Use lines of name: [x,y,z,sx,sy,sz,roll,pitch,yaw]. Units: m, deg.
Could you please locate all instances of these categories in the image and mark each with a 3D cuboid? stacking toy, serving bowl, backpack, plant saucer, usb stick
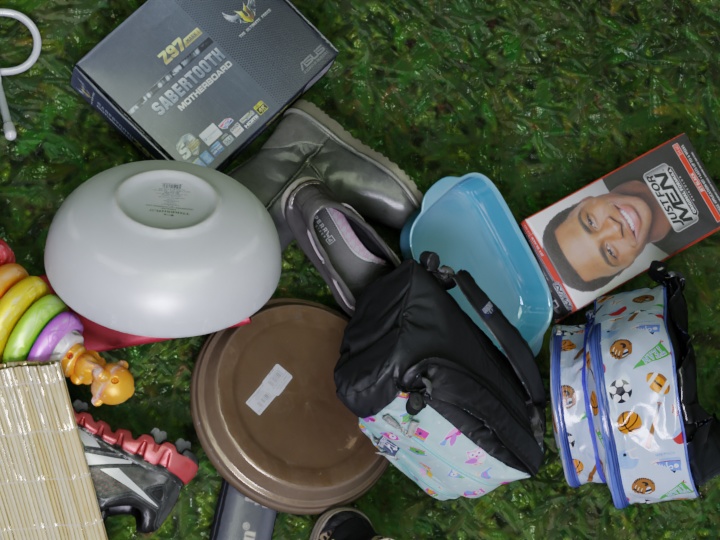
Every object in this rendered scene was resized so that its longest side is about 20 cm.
stacking toy: [-0.270,0.053,1.289,0.200,0.110,0.116,29,63,11]
serving bowl: [-0.162,-0.034,1.300,0.200,0.066,0.200,5,38,-4]
backpack: [0.243,0.116,1.383,0.154,0.191,0.200,-16,101,7]
plant saucer: [-0.052,0.115,1.383,0.200,0.029,0.201,9,66,-21]
backpack: [0.072,0.107,1.356,0.200,0.126,0.167,43,44,-26]
usb stick: [-0.110,0.262,1.342,0.055,0.033,0.200,15,71,-10]

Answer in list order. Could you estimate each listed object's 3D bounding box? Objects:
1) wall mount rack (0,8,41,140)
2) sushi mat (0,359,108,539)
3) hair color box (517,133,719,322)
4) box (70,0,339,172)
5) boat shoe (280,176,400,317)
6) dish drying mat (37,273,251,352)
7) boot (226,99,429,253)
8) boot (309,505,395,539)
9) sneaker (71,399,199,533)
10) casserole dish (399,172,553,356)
wall mount rack: [-0.375,-0.181,1.367,0.200,0.075,0.174,-6,77,-16]
sushi mat: [-0.264,0.169,1.271,0.095,0.012,0.200,-9,105,14]
hair color box: [0.252,-0.042,1.513,0.200,0.061,0.102,-29,85,-20]
box: [-0.143,-0.188,1.447,0.158,0.051,0.200,45,69,1]
boat shoe: [0.000,0.000,1.387,0.067,0.057,0.200,-42,122,-3]
dish drying mat: [-0.198,0.027,1.356,0.200,0.018,0.077,-11,80,1]
boot: [-0.061,-0.040,1.419,0.182,0.073,0.200,35,62,9]
boot: [-0.011,0.300,1.289,0.073,0.151,0.200,15,83,-15]
sneaker: [-0.240,0.163,1.312,0.200,0.071,0.098,22,69,-10]
casserole dish: [0.103,0.004,1.437,0.121,0.039,0.200,-41,113,-28]
